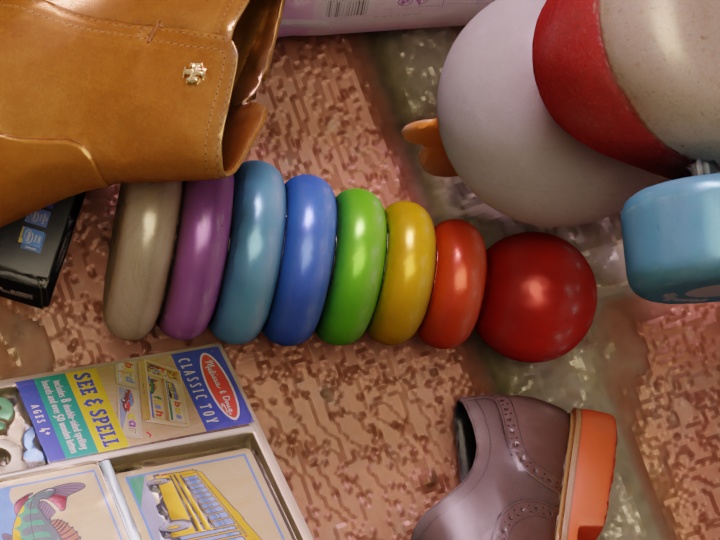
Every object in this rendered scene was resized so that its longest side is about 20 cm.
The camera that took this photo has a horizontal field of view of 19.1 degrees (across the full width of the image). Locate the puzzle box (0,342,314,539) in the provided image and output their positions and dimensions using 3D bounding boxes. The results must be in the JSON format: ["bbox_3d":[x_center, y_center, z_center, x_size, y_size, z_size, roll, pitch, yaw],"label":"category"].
[{"bbox_3d":[-0.078,0.117,0.793,0.133,0.025,0.200,-9,51,-26],"label":"puzzle box"}]

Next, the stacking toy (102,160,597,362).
[{"bbox_3d":[0.000,0.000,0.865,0.200,0.085,0.086,9,76,-9],"label":"stacking toy"}]

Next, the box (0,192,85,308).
[{"bbox_3d":[-0.175,-0.103,0.881,0.160,0.044,0.200,18,76,-3],"label":"box"}]

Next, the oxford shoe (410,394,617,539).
[{"bbox_3d":[0.049,0.134,0.825,0.072,0.071,0.200,15,48,0],"label":"oxford shoe"}]

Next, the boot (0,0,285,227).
[{"bbox_3d":[-0.116,-0.045,0.794,0.144,0.071,0.201,12,67,23],"label":"boot"}]

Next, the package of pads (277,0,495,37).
[{"bbox_3d":[0.043,-0.165,0.907,0.200,0.076,0.121,-5,77,-8],"label":"package of pads"}]

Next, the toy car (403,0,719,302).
[{"bbox_3d":[0.109,-0.069,0.834,0.177,0.200,0.185,2,78,-38],"label":"toy car"}]
